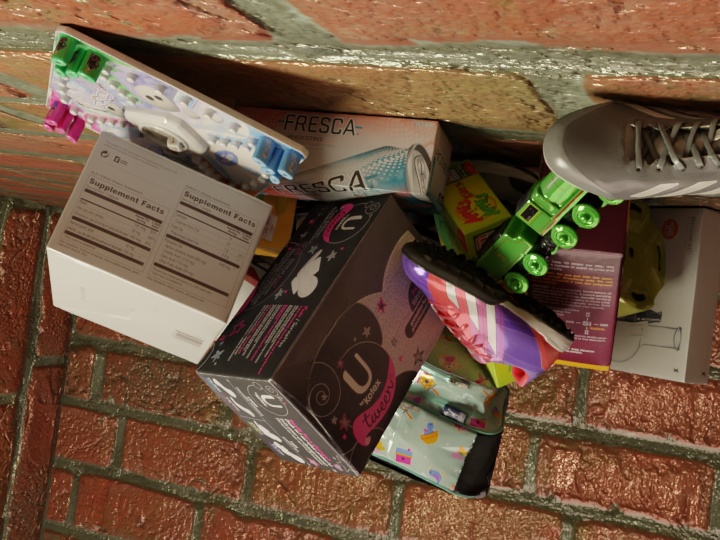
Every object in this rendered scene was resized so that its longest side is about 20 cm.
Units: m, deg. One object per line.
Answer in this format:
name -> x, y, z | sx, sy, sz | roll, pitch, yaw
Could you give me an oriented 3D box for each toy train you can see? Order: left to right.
toy train -> 0.157, -0.050, 0.724 | 0.056, 0.042, 0.200 | 37, 139, 0

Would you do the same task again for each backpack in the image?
backpack -> 0.061, 0.137, 1.002 | 0.197, 0.156, 0.176 | 14, -164, 11

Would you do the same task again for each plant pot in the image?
plant pot -> 0.248, -0.009, 1.088 | 0.198, 0.204, 0.183 | 9, 167, -42

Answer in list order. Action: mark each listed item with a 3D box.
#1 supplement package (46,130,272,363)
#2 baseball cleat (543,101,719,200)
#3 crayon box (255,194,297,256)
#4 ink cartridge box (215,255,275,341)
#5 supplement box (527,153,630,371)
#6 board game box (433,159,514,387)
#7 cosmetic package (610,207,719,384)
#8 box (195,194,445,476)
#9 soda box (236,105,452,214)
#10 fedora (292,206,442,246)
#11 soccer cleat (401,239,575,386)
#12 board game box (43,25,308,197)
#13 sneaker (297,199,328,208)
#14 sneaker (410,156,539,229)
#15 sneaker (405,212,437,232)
supplement package -> -0.184, -0.010, 0.827 | 0.154, 0.112, 0.200 | 23, 160, -10
baseball cleat -> 0.222, -0.084, 0.592 | 0.196, 0.071, 0.107 | 4, 165, -6
crayon box -> -0.135, -0.085, 0.945 | 0.197, 0.128, 0.051 | 7, 174, 28
ink cartridge box -> -0.106, 0.044, 1.064 | 0.144, 0.084, 0.200 | 31, -173, 9
supplement box -> 0.209, -0.004, 0.887 | 0.084, 0.112, 0.201 | 7, 147, 16
board game box -> 0.119, 0.006, 0.895 | 0.047, 0.202, 0.102 | -22, -141, -5
cosmetic package -> 0.359, 0.027, 1.124 | 0.051, 0.204, 0.150 | 8, 178, -34
box -> -0.020, 0.054, 0.802 | 0.114, 0.201, 0.133 | -1, 137, 49
soda box -> -0.021, -0.100, 0.833 | 0.197, 0.070, 0.064 | 7, 170, 20
fedora -> 0.000, 0.000, 0.980 | 0.197, 0.093, 0.201 | 10, 169, 2
soccer cleat -> 0.102, 0.041, 0.803 | 0.199, 0.074, 0.068 | 28, -164, -32
board game box -> -0.161, -0.108, 0.751 | 0.198, 0.026, 0.200 | 25, 166, -17
sneaker -> -0.060, -0.103, 1.041 | 0.198, 0.078, 0.078 | 18, -157, -34
sneaker -> 0.104, -0.077, 0.957 | 0.197, 0.081, 0.074 | 6, 176, 19
sneaker -> 0.078, -0.015, 1.091 | 0.071, 0.202, 0.072 | -9, 137, -2
